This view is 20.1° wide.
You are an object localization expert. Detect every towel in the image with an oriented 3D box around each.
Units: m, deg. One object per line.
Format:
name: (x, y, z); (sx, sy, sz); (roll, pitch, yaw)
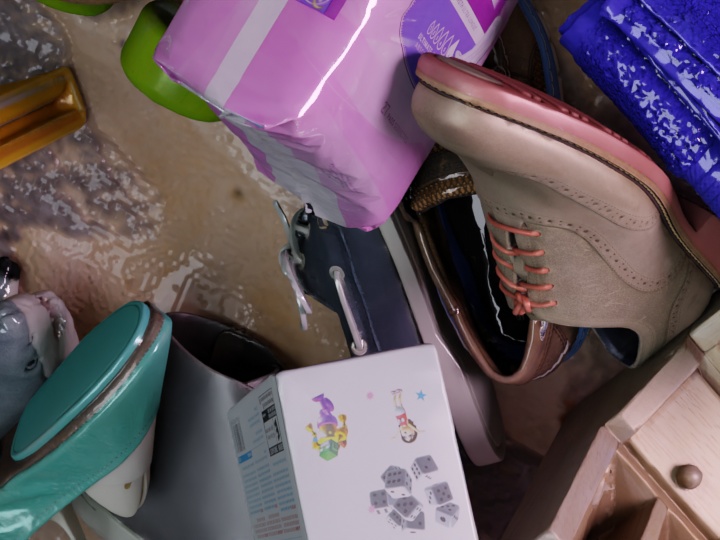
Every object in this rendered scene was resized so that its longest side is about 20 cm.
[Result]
towel: (0.188, -0.059, 0.733); (0.148, 0.050, 0.200); (-38, 82, -14)

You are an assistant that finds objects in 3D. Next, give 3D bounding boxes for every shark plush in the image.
shark plush: (-0.194, 0.076, 0.946); (0.200, 0.083, 0.091); (-41, 91, 25)

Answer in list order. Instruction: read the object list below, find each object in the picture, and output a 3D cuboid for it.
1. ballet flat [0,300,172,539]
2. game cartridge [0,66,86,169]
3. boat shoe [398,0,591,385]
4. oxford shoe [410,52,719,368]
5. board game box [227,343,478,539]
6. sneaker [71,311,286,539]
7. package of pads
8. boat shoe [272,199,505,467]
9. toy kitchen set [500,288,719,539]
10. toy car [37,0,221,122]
ballet flat: (-0.134, 0.091, 0.888); (0.200, 0.067, 0.070); (-40, 113, 20)
game cartridge: (-0.241, -0.033, 0.877); (0.199, 0.176, 0.033); (-15, 101, 23)
boat shoe: (0.048, -0.049, 0.826); (0.072, 0.072, 0.201); (-17, 100, 23)
oxford shoe: (0.077, -0.016, 0.760); (0.070, 0.200, 0.075); (35, 92, 45)
board game box: (0.007, 0.137, 0.759); (0.064, 0.148, 0.201); (-11, 84, -10)
sneaker: (-0.031, 0.108, 0.904); (0.200, 0.075, 0.106); (30, 114, 9)
package of pads: (0.015, -0.123, 0.744); (0.075, 0.121, 0.200); (28, 83, 20)
boat shoe: (0.000, 0.000, 0.862); (0.062, 0.075, 0.201); (-20, 108, 13)
toy kitchen set: (0.187, 0.086, 0.762); (0.200, 0.180, 0.163); (-42, 91, 25)
toy car: (-0.106, -0.156, 0.764); (0.158, 0.200, 0.165); (40, 115, 23)
